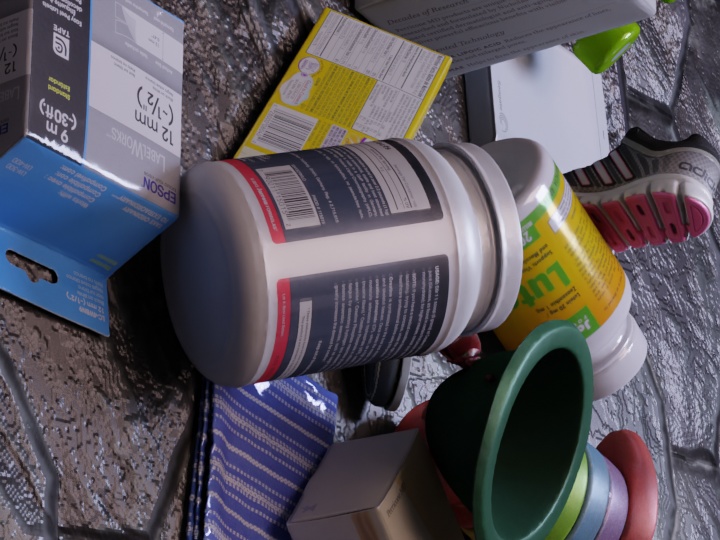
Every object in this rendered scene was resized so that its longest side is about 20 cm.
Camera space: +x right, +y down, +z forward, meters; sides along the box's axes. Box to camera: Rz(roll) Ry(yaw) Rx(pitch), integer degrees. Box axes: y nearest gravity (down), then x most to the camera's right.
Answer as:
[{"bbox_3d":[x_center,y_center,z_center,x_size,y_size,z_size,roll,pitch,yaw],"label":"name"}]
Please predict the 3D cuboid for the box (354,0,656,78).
[{"bbox_3d":[0.111,-0.280,1.843,0.131,0.199,0.200,35,49,-49],"label":"box"}]

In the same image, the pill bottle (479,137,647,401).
[{"bbox_3d":[0.141,0.005,1.850,0.200,0.111,0.111,54,37,-30],"label":"pill bottle"}]

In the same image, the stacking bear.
[{"bbox_3d":[0.107,0.151,1.725,0.199,0.122,0.114,26,21,-29],"label":"stacking bear"}]

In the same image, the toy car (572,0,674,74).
[{"bbox_3d":[0.193,-0.260,2.039,0.164,0.158,0.200,46,3,8],"label":"toy car"}]

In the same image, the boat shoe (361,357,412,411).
[{"bbox_3d":[0.000,0.000,1.696,0.061,0.073,0.201,0,81,-16],"label":"boat shoe"}]

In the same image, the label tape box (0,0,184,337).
[{"bbox_3d":[-0.171,-0.079,1.431,0.143,0.066,0.201,29,52,-50],"label":"label tape box"}]

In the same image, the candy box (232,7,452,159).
[{"bbox_3d":[-0.012,-0.107,1.680,0.102,0.026,0.200,24,42,3],"label":"candy box"}]

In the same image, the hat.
[{"bbox_3d":[0.049,0.093,1.619,0.200,0.175,0.167,-9,111,-62],"label":"hat"}]

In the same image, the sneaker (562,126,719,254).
[{"bbox_3d":[0.204,-0.065,1.891,0.074,0.199,0.088,52,52,-28],"label":"sneaker"}]

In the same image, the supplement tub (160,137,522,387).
[{"bbox_3d":[-0.013,-0.008,1.512,0.199,0.140,0.141,-8,83,-26],"label":"supplement tub"}]

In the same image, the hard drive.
[{"bbox_3d":[0.150,-0.136,2.009,0.200,0.027,0.133,22,58,-52],"label":"hard drive"}]

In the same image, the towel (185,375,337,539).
[{"bbox_3d":[-0.059,0.144,1.555,0.145,0.024,0.201,38,47,-46],"label":"towel"}]

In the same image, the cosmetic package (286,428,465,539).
[{"bbox_3d":[0.031,0.218,1.599,0.201,0.071,0.105,67,27,-22],"label":"cosmetic package"}]
